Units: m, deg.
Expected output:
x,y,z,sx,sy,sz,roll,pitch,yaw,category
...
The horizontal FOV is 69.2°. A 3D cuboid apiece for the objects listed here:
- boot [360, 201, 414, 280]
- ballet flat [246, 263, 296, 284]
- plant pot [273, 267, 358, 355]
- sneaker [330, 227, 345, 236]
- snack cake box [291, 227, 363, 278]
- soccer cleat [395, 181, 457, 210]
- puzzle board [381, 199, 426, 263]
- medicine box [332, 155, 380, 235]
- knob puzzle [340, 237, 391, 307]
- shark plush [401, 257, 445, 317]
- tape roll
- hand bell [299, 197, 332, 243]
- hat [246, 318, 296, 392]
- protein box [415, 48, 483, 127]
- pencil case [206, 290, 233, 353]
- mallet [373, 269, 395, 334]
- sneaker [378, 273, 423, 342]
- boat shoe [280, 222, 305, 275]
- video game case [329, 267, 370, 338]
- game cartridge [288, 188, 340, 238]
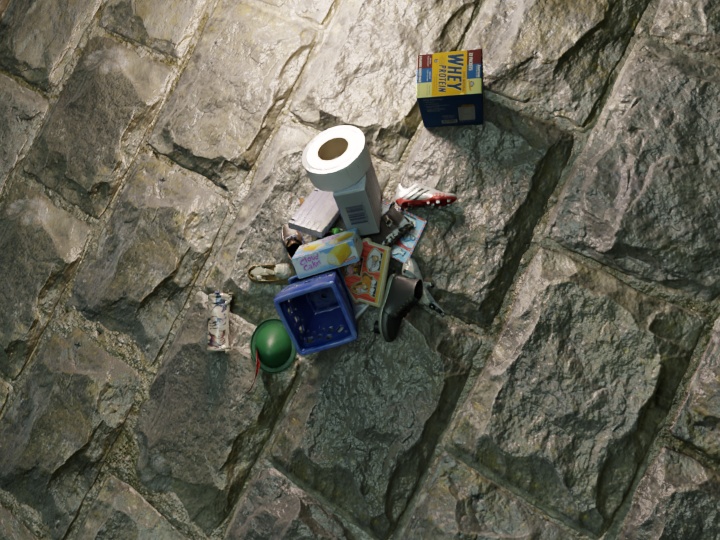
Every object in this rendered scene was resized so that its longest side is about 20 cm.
x,y,z,sx,sy,sz,roll,pitch,yaw,category
0.096,-0.091,1.616,0.172,0.069,0.203,-35,72,9,boot
-0.288,0.009,1.723,0.194,0.065,0.073,-7,77,13,ballet flat
-0.121,0.104,1.558,0.195,0.181,0.204,-18,113,12,plant pot
-0.109,-0.053,1.656,0.202,0.084,0.078,-53,29,14,sneaker
-0.095,-0.052,1.551,0.194,0.116,0.069,-17,111,13,snack cake box
0.203,-0.239,1.634,0.194,0.069,0.088,-2,76,16,soccer cleat
0.094,-0.131,1.669,0.196,0.017,0.154,26,88,17,puzzle board
-0.006,-0.242,1.595,0.100,0.184,0.204,-8,50,13,medicine box
0.000,0.000,1.598,0.216,0.030,0.227,-3,85,44,knob puzzle
0.193,0.051,1.586,0.082,0.092,0.200,-30,62,-31,shark plush
-0.069,-0.326,1.516,0.196,0.072,0.207,-11,50,13,tape roll
-0.158,-0.162,1.720,0.103,0.104,0.203,-35,61,7,hand bell
-0.299,0.243,1.627,0.164,0.176,0.203,-34,74,6,hat
0.278,-0.549,1.595,0.192,0.200,0.140,0,80,15,protein box
-0.467,0.173,1.736,0.087,0.077,0.207,-9,77,33,pencil case
0.076,0.099,1.627,0.064,0.041,0.207,0,77,10,mallet
0.118,0.115,1.528,0.104,0.074,0.207,7,88,43,sneaker
-0.213,-0.081,1.701,0.071,0.073,0.203,-24,66,-6,boat shoe
-0.073,0.092,1.673,0.200,0.023,0.183,-45,73,4,video game case
-0.132,-0.186,1.676,0.126,0.039,0.202,20,48,13,game cartridge
